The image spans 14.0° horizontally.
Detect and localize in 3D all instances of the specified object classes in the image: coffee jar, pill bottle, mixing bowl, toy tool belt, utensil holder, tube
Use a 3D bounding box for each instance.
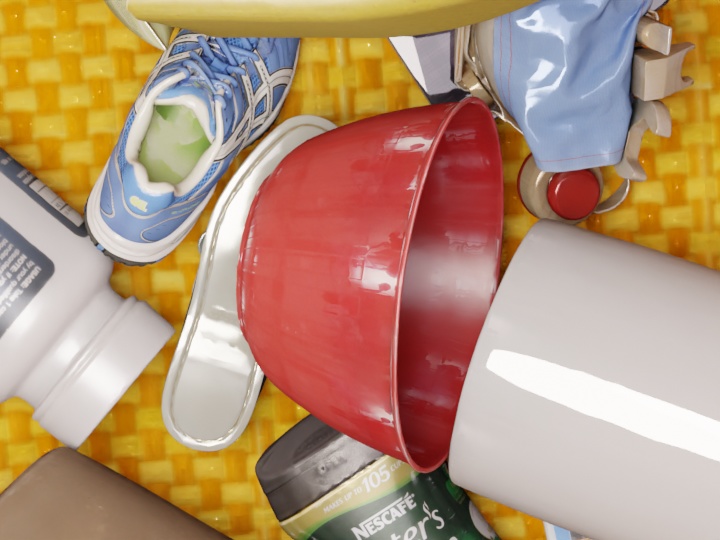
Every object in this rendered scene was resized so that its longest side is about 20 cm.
[{"bbox_3d":[0.030,0.162,1.657,0.104,0.085,0.201,-34,93,9],"label":"coffee jar"},{"bbox_3d":[-0.208,0.004,1.633,0.200,0.120,0.120,40,94,-2],"label":"pill bottle"},{"bbox_3d":[0.000,0.000,1.558,0.108,0.200,0.202,9,95,16],"label":"mixing bowl"},{"bbox_3d":[0.118,-0.107,1.593,0.124,0.123,0.201,-11,110,-15],"label":"toy tool belt"},{"bbox_3d":[0.167,0.075,1.593,0.199,0.170,0.171,20,95,12],"label":"utensil holder"},{"bbox_3d":[-0.118,-0.153,1.579,0.058,0.200,0.052,12,97,1],"label":"tube"}]

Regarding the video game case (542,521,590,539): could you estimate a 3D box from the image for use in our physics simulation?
[{"bbox_3d":[0.187,0.186,1.691,0.142,0.017,0.201,-12,94,2],"label":"video game case"}]

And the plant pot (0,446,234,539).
[{"bbox_3d":[-0.138,0.195,1.604,0.174,0.200,0.200,41,94,6],"label":"plant pot"}]

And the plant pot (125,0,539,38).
[{"bbox_3d":[0.009,-0.210,1.483,0.199,0.195,0.196,7,93,10],"label":"plant pot"}]

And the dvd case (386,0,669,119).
[{"bbox_3d":[0.061,-0.196,1.665,0.148,0.016,0.201,-34,92,2],"label":"dvd case"}]

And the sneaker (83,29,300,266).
[{"bbox_3d":[-0.082,-0.094,1.619,0.075,0.077,0.201,27,65,-5],"label":"sneaker"}]

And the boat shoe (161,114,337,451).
[{"bbox_3d":[-0.059,0.005,1.659,0.074,0.062,0.201,16,98,-5],"label":"boat shoe"}]
